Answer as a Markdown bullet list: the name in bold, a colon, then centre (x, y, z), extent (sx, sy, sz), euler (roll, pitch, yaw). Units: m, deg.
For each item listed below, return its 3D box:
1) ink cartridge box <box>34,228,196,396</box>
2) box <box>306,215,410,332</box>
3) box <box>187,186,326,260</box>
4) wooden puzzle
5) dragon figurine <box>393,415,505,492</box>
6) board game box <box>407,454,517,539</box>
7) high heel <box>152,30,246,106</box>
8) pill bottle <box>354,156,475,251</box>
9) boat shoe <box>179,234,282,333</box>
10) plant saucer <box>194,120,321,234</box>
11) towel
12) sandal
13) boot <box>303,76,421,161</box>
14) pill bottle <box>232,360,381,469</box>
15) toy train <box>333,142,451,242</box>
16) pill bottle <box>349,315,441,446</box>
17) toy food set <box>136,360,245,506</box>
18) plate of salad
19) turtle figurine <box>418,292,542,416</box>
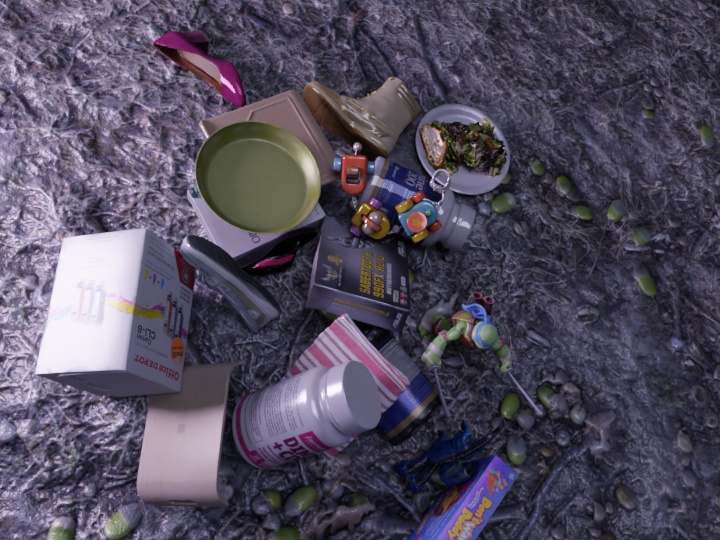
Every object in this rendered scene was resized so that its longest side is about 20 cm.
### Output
- **ink cartridge box**: centre (-0.338, 0.066, 0.914), extent (0.142, 0.145, 0.203), euler (-4, 68, 15)
- **box**: centre (0.000, 0.000, 1.053), extent (0.156, 0.049, 0.201), euler (17, 34, -8)
- **box**: centre (-0.177, -0.109, 1.107), extent (0.198, 0.036, 0.146), euler (-26, 78, -23)
- **wooden puzzle**: centre (-0.145, -0.200, 1.080), extent (0.198, 0.037, 0.187), euler (-24, 77, -26)
- **dragon figurine**: centre (0.139, 0.283, 0.975), extent (0.059, 0.199, 0.099), euler (55, 43, -8)
- **board game box**: centre (0.135, 0.371, 0.951), extent (0.045, 0.135, 0.200), euler (42, 66, 5)
- **high heel**: centre (-0.286, -0.354, 1.154), extent (0.095, 0.068, 0.200), euler (-26, 63, -31)
- **pill bottle**: centre (0.097, -0.111, 1.137), extent (0.198, 0.111, 0.112), euler (24, 66, -5)
- **boat shoe**: centre (-0.203, 0.024, 0.984), extent (0.065, 0.202, 0.075), euler (-41, 40, 4)
- **plant saucer**: centre (-0.160, -0.142, 1.011), extent (0.197, 0.031, 0.203), euler (7, 64, -16)
- **towel**: centre (-0.036, 0.178, 0.971), extent (0.146, 0.200, 0.030), euler (46, 27, 6)
- **sandal**: centre (-0.155, -0.011, 1.058), extent (0.198, 0.075, 0.045), euler (-29, 75, -14)
- **boot**: centre (0.006, -0.317, 1.212), extent (0.199, 0.073, 0.156), euler (37, 66, 0)
- **pill bottle**: centre (-0.076, 0.203, 0.915), extent (0.113, 0.198, 0.115), euler (41, 36, -39)
- **toy train**: centre (0.047, -0.120, 1.050), extent (0.197, 0.056, 0.153), euler (9, 104, 0)
- **pill bottle**: centre (0.028, 0.164, 1.014), extent (0.112, 0.112, 0.200), euler (-39, 82, -24)
- **toy food set**: centre (-0.238, 0.232, 0.926), extent (0.142, 0.060, 0.203), euler (-8, 67, 25)
- **plate of salad**: centre (0.204, -0.243, 1.250), extent (0.197, 0.048, 0.203), euler (5, 68, -12)
- **turtle figurine**: centre (0.163, 0.137, 1.027), extent (0.142, 0.194, 0.203), euler (-22, 100, -6)
